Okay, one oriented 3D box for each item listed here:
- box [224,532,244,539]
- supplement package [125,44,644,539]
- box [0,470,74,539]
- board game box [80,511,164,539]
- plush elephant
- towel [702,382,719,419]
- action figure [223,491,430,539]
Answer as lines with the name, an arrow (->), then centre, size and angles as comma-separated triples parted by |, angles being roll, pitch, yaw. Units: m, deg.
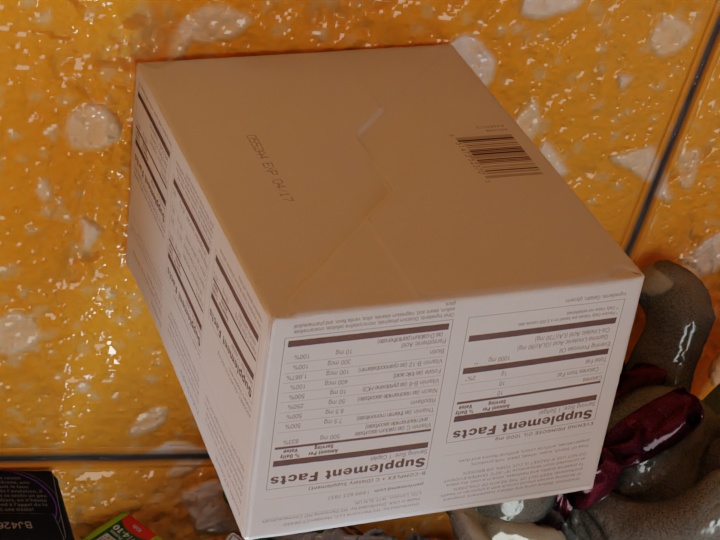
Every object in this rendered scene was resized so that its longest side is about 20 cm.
box -> 0.026, 0.214, 0.824 | 0.041, 0.200, 0.156 | -52, 143, -14
supplement package -> 0.000, 0.000, 0.758 | 0.156, 0.200, 0.111 | -5, 126, -20
box -> -0.217, 0.206, 0.876 | 0.122, 0.106, 0.200 | 4, 123, -25
board game box -> -0.101, 0.235, 0.945 | 0.048, 0.102, 0.200 | -33, 137, -36
plush elephant -> 0.106, 0.088, 0.893 | 0.155, 0.165, 0.200 | 16, 114, -29
towel -> 0.195, 0.124, 0.929 | 0.023, 0.200, 0.153 | 30, 126, -10
action figure -> 0.009, 0.154, 0.895 | 0.055, 0.200, 0.118 | -63, 157, 2
